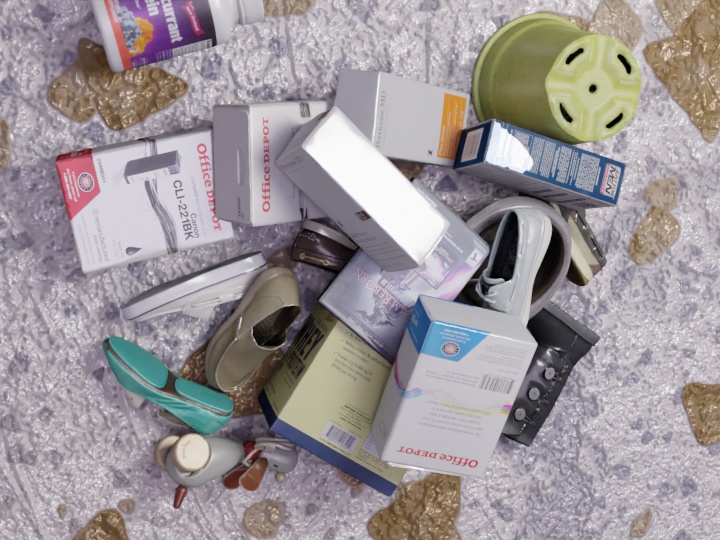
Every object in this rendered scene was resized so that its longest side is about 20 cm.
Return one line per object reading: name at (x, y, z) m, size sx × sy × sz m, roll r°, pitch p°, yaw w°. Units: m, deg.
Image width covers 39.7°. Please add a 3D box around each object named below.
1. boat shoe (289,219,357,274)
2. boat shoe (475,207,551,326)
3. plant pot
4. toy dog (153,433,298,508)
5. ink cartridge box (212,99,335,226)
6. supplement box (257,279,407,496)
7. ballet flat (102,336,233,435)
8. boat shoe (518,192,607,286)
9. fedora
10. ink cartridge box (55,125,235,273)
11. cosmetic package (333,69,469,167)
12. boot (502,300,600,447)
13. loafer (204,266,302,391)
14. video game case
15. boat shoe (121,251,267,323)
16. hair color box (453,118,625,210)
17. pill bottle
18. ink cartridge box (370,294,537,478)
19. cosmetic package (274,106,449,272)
boat shoe at (0.000, 0.000, 1.355) m, size 0.199 × 0.072 × 0.060 m, roll 27°, pitch 83°, yaw -12°
boat shoe at (0.182, 0.013, 1.287) m, size 0.071 × 0.070 × 0.203 m, roll 9°, pitch 101°, yaw -37°
plant pot at (0.271, -0.242, 1.320) m, size 0.198 × 0.184 × 0.202 m, roll -3°, pitch 101°, yaw -14°
toy dog at (-0.183, 0.274, 1.347) m, size 0.198 × 0.132 × 0.097 m, roll 4°, pitch 77°, yaw -5°
ink cartridge box at (-0.084, -0.141, 1.261) m, size 0.199 × 0.084 × 0.146 m, roll -10°, pitch 105°, yaw -42°
supplement box at (0.000, 0.156, 1.354) m, size 0.199 × 0.134 × 0.201 m, roll 32°, pitch 92°, yaw -17°
ballet flat at (-0.267, 0.164, 1.329) m, size 0.199 × 0.067 × 0.071 m, roll 32°, pitch 110°, yaw -15°
boat shoe at (0.289, -0.076, 1.420) m, size 0.066 × 0.072 × 0.202 m, roll -34°, pitch 104°, yaw -18°
fedora at (0.189, -0.018, 1.372) m, size 0.200 × 0.090 × 0.177 m, roll -42°, pitch 113°, yaw 2°
ink cartridge box at (-0.270, -0.093, 1.266) m, size 0.198 × 0.084 × 0.146 m, roll -14°, pitch 104°, yaw -12°
cosmetic package at (0.054, -0.192, 1.279) m, size 0.199 × 0.071 × 0.102 m, roll -1°, pitch 99°, yaw -50°
boot at (0.234, 0.137, 1.451) m, size 0.164 × 0.066 × 0.201 m, roll 34°, pitch 95°, yaw -16°
loafer at (-0.141, 0.089, 1.313) m, size 0.075 × 0.068 × 0.201 m, roll 10°, pitch 120°, yaw -40°
video game case at (0.058, 0.004, 1.271) m, size 0.143 × 0.019 × 0.200 m, roll 40°, pitch 81°, yaw -15°
boat shoe at (-0.212, 0.037, 1.316) m, size 0.199 × 0.072 × 0.066 m, roll -22°, pitch 101°, yaw -18°
hair color box at (0.233, -0.136, 1.306) m, size 0.198 × 0.100 × 0.061 m, roll 16°, pitch 85°, yaw -18°
pill bottle at (-0.224, -0.321, 1.220) m, size 0.198 × 0.111 × 0.112 m, roll -18°, pitch 104°, yaw -10°
ink cartridge box at (0.112, 0.147, 1.246) m, size 0.143 × 0.085 × 0.201 m, roll 13°, pitch 109°, yaw -17°
cosmetic package at (0.001, -0.092, 1.181) m, size 0.200 × 0.102 × 0.074 m, roll 42°, pitch 71°, yaw -14°
